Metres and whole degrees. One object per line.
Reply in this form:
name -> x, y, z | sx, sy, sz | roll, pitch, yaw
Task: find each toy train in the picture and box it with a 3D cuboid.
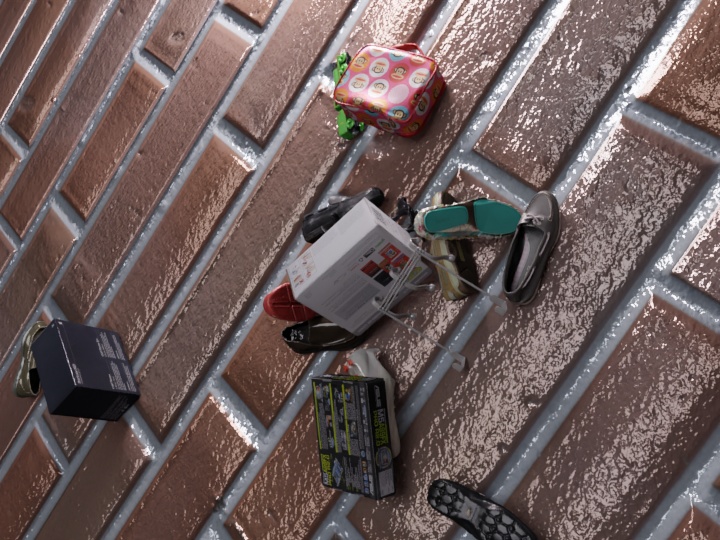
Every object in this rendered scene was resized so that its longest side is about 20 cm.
toy train -> -0.031, -0.367, 1.693 | 0.056, 0.042, 0.202 | -26, 62, 39

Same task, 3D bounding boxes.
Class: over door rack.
over door rack -> 0.135, 0.055, 1.379 | 0.199, 0.067, 0.148 | 36, 119, 9

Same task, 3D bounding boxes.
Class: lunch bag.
lunch bag -> 0.061, -0.367, 1.581 | 0.199, 0.082, 0.177 | 25, 81, 31

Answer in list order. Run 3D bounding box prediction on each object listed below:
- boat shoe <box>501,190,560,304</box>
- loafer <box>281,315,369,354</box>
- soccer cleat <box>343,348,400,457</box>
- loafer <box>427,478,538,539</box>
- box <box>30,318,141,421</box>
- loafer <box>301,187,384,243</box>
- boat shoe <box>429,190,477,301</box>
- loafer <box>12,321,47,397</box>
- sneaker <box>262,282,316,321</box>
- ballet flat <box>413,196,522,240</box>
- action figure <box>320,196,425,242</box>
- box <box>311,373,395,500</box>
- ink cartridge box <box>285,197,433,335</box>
boat shoe -> 0.285, -0.043, 1.348 | 0.066, 0.057, 0.202 | 12, 83, 38
loafer -> -0.071, 0.119, 1.548 | 0.199, 0.071, 0.074 | -20, 65, 30
soccer cleat -> 0.038, 0.232, 1.441 | 0.201, 0.077, 0.069 | 68, 152, 15
loafer -> 0.197, 0.389, 1.262 | 0.200, 0.070, 0.069 | 26, 90, 34
box -> -0.632, 0.230, 1.853 | 0.104, 0.182, 0.201 | -44, 55, 17
loafer -> -0.040, -0.121, 1.602 | 0.200, 0.068, 0.071 | -27, 69, 31
boat shoe -> 0.149, -0.043, 1.446 | 0.076, 0.071, 0.202 | -31, 57, 43
loafer -> -0.833, 0.232, 2.077 | 0.069, 0.075, 0.202 | 9, 85, 25
sneaker -> -0.137, 0.067, 1.543 | 0.115, 0.199, 0.079 | -18, 81, 37
ballet flat -> 0.180, -0.087, 1.386 | 0.064, 0.198, 0.076 | 165, 104, -71
action figure -> 0.017, -0.069, 1.516 | 0.198, 0.119, 0.103 | -14, 51, 25
box -> -0.014, 0.286, 1.412 | 0.160, 0.044, 0.202 | -5, 91, 51
ink cartridge box -> 0.000, 0.000, 1.438 | 0.200, 0.175, 0.084 | -41, 42, 16
